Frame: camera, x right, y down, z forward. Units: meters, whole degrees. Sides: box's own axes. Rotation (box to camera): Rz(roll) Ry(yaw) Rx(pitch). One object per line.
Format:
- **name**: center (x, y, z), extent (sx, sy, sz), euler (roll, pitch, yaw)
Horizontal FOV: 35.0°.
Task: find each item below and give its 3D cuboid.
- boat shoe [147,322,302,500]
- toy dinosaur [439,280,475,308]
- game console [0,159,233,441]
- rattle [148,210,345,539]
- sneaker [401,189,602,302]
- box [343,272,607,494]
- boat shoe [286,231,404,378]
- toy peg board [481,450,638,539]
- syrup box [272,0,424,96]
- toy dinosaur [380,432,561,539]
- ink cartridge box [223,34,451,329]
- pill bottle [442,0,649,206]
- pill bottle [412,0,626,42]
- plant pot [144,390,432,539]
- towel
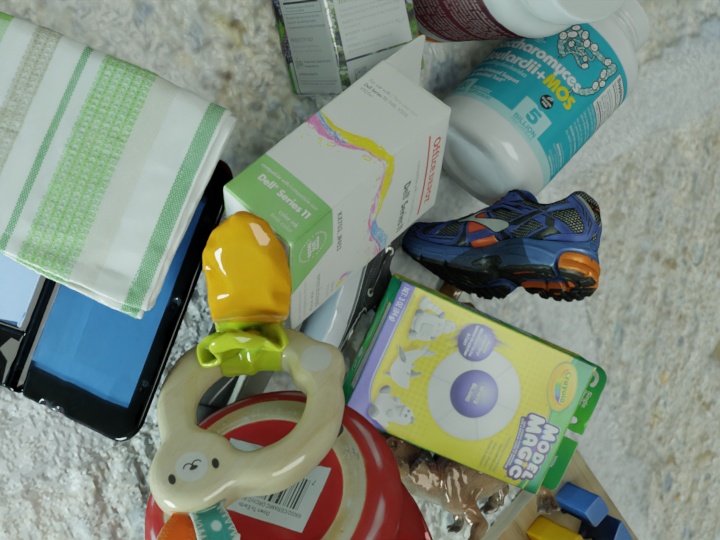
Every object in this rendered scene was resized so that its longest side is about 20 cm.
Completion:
- **boat shoe**: center (-0.113, 0.096, 0.879), extent (0.201, 0.057, 0.067), euler (-59, 156, -5)
- **toy dinosaur**: center (0.048, 0.078, 0.964), extent (0.200, 0.106, 0.061), euler (-46, 148, -20)
- **game console**: center (-0.209, -0.012, 0.759), extent (0.172, 0.118, 0.201), euler (23, 86, -32)
- **rattle**: center (-0.085, 0.091, 0.701), extent (0.130, 0.143, 0.200), euler (29, 54, 7)
- **sneaker**: center (0.115, -0.024, 0.907), extent (0.075, 0.199, 0.079), euler (36, 69, -39)
- **box**: center (0.095, 0.096, 0.903), extent (0.199, 0.048, 0.118), euler (23, 95, -12)
- **boat shoe**: center (0.000, 0.000, 0.921), extent (0.066, 0.070, 0.201), euler (23, 78, -30)
- **toy peg board**: center (0.205, 0.312, 1.072), extent (0.199, 0.098, 0.200), euler (-45, 118, -17)
- **syrup box**: center (-0.022, -0.238, 0.855), extent (0.078, 0.081, 0.201), euler (-22, 108, -27)
- **toy dinosaur**: center (0.101, 0.162, 0.997), extent (0.199, 0.086, 0.137), euler (-21, 101, -32)
- **ink cartridge box**: center (-0.002, -0.065, 0.812), extent (0.200, 0.067, 0.117), euler (-42, 159, -25)
- **pill bottle**: center (0.157, -0.153, 0.960), extent (0.200, 0.111, 0.111), euler (-47, 118, -17)
- **pill bottle**: center (0.109, -0.233, 0.865), extent (0.113, 0.200, 0.115), euler (-6, 101, -30)
- **plant pot**: center (-0.049, 0.202, 0.809), extent (0.200, 0.200, 0.183), euler (-42, 145, -18)
- **towel**: center (-0.198, -0.074, 0.743), extent (0.199, 0.031, 0.150), euler (24, 84, 2)
